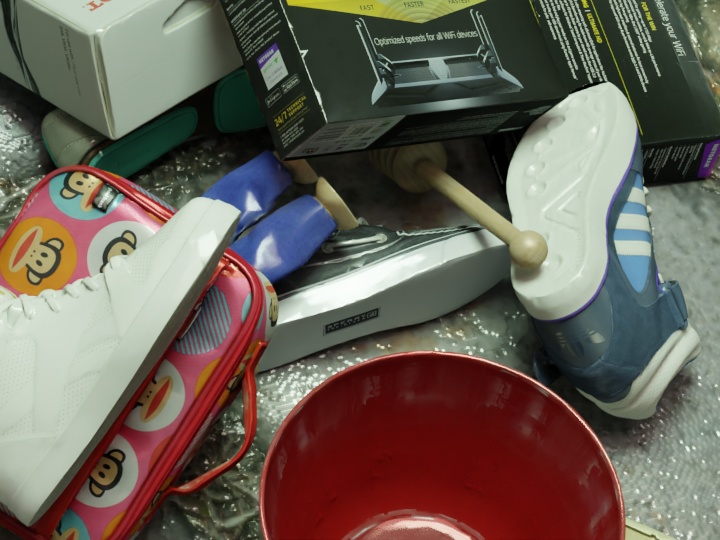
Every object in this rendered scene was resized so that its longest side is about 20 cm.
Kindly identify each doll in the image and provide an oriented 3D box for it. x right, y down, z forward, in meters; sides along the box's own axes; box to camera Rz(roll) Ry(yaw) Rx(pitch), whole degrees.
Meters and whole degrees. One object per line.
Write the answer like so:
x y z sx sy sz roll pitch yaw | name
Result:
-0.097 0.012 1.391 0.200 0.048 0.136 -39 66 -2 | doll

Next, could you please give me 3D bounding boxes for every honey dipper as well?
0.060 -0.047 1.448 0.038 0.038 0.200 -15 26 -20 | honey dipper

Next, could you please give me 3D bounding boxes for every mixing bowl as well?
0.038 0.155 1.325 0.200 0.108 0.200 4 55 -6 | mixing bowl

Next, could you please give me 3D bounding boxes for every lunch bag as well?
-0.141 0.060 1.330 0.176 0.082 0.200 32 89 8 | lunch bag

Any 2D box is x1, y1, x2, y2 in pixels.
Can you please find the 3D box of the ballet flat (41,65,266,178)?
-0.109 -0.113 1.507 0.200 0.067 0.064 -25 59 -25 | ballet flat

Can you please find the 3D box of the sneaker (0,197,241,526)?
-0.159 0.022 1.257 0.116 0.074 0.200 37 92 4 | sneaker

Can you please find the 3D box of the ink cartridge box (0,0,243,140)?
-0.165 -0.179 1.489 0.147 0.083 0.200 -33 45 -28 | ink cartridge box

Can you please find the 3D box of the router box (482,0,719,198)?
0.140 -0.147 1.586 0.149 0.051 0.200 -6 58 -17 | router box

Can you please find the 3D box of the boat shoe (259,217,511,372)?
0.000 0.000 1.453 0.200 0.072 0.068 -19 63 -14 | boat shoe

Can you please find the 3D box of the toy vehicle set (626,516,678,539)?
0.152 0.238 1.343 0.124 0.027 0.200 24 55 6 | toy vehicle set

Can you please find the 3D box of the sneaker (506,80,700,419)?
0.155 -0.003 1.467 0.081 0.146 0.200 -18 38 27 | sneaker

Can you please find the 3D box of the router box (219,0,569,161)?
0.014 -0.154 1.430 0.200 0.052 0.157 -9 72 -41 | router box
